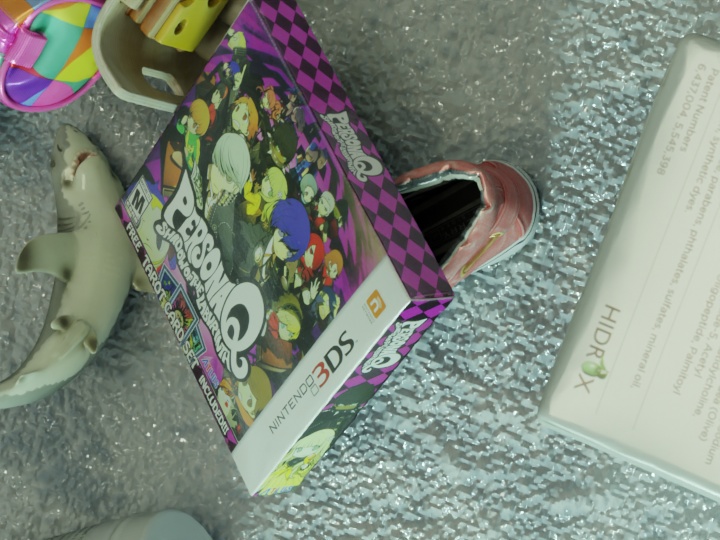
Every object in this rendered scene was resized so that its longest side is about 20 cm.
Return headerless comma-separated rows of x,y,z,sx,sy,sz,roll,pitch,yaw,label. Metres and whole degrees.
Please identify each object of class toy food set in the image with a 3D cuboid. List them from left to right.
-0.051,-0.170,1.244,0.060,0.143,0.200,39,101,17,toy food set

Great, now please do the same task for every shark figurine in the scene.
-0.181,0.035,1.313,0.128,0.215,0.089,40,145,-11,shark figurine

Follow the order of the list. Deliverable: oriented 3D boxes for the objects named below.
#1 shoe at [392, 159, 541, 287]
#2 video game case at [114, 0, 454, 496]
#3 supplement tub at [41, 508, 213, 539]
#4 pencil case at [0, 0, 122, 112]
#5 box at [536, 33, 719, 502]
0.000,0.000,1.247,0.200,0.091,0.072,-31,78,17,shoe
-0.047,-0.011,1.225,0.181,0.036,0.200,-51,56,41,video game case
-0.178,0.218,1.288,0.199,0.132,0.133,-17,83,20,supplement tub
-0.212,-0.174,1.268,0.088,0.088,0.200,-51,60,12,pencil case
0.216,0.012,1.108,0.171,0.199,0.201,23,97,19,box
